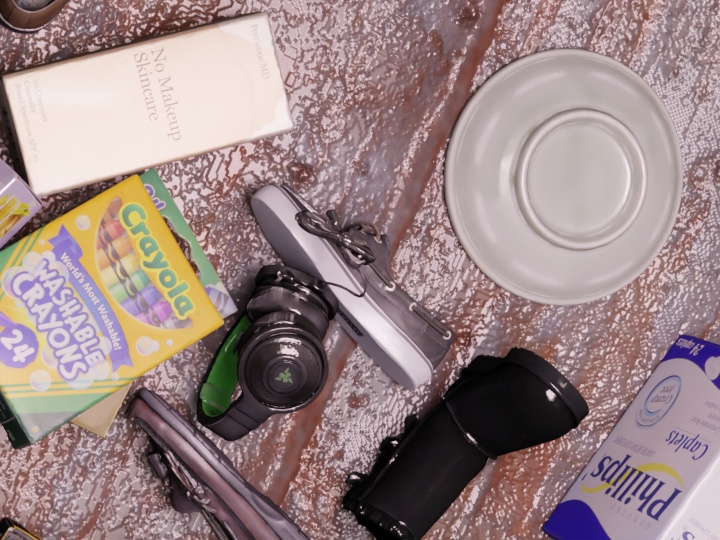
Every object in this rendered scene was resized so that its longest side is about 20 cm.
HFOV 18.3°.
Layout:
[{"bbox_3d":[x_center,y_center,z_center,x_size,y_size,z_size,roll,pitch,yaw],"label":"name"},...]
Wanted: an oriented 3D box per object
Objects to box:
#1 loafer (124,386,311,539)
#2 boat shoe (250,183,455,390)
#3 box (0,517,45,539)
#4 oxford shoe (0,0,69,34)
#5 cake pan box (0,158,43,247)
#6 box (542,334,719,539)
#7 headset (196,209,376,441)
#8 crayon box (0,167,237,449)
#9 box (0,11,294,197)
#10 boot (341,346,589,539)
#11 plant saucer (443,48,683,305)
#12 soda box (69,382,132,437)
[{"bbox_3d":[-0.109,0.174,1.668,0.063,0.072,0.200,-45,107,-3],"label":"loafer"},{"bbox_3d":[0.000,0.000,1.684,0.066,0.070,0.200,-46,105,-16],"label":"boat shoe"},{"bbox_3d":[-0.250,0.308,1.650,0.159,0.049,0.201,35,85,-13],"label":"box"},{"bbox_3d":[-0.196,-0.261,1.599,0.072,0.084,0.201,26,86,-14],"label":"oxford shoe"},{"bbox_3d":[-0.344,-0.045,1.538,0.184,0.052,0.200,-43,59,-8],"label":"cake pan box"},{"bbox_3d":[0.262,0.166,1.707,0.105,0.184,0.201,37,84,-16],"label":"box"},{"bbox_3d":[-0.063,0.037,1.611,0.094,0.124,0.200,34,125,-20],"label":"headset"},{"bbox_3d":[-0.188,0.020,1.582,0.199,0.052,0.126,-33,94,-25],"label":"crayon box"},{"bbox_3d":[-0.158,-0.121,1.623,0.199,0.078,0.096,-17,98,-13],"label":"box"},{"bbox_3d":[0.072,0.137,1.652,0.162,0.198,0.073,-46,101,-14],"label":"boot"},{"bbox_3d":[0.165,-0.072,1.731,0.199,0.050,0.202,-1,94,-16],"label":"plant saucer"},{"bbox_3d":[-0.262,0.046,1.616,0.199,0.064,0.068,28,87,-15],"label":"soda box"}]
